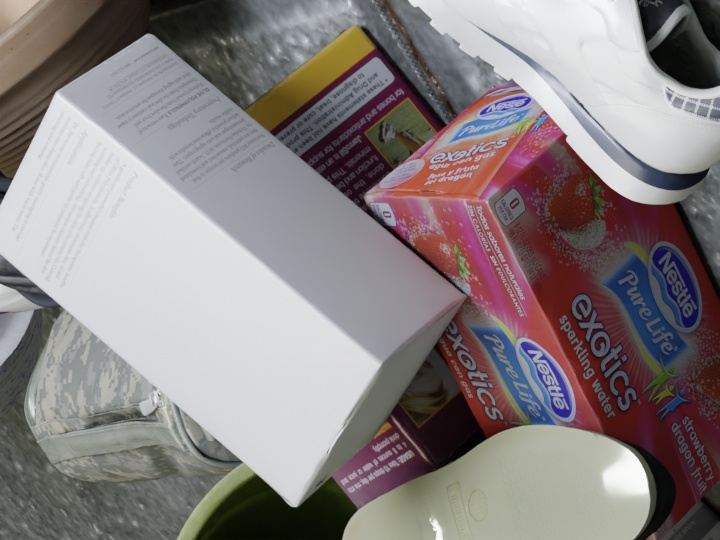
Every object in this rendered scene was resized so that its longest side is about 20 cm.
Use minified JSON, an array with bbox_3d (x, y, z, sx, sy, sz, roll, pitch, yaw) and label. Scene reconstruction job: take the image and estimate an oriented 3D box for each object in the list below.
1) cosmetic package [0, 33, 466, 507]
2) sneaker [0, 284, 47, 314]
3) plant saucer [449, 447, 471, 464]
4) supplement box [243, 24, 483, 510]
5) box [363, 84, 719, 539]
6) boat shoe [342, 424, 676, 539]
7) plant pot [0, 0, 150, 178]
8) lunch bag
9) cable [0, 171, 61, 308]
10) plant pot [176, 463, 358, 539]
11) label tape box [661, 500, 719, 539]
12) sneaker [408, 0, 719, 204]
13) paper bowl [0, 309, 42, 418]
[{"bbox_3d":[-0.065,-0.001,1.397,0.200,0.085,0.108,40,129,8],"label":"cosmetic package"},{"bbox_3d":[-0.214,-0.047,1.725,0.083,0.200,0.081,-16,125,11],"label":"sneaker"},{"bbox_3d":[0.042,0.172,1.646,0.200,0.029,0.200,28,126,45],"label":"plant saucer"},{"bbox_3d":[0.000,0.000,1.512,0.200,0.131,0.103,51,151,0],"label":"supplement box"},{"bbox_3d":[0.101,0.019,1.421,0.095,0.100,0.200,3,127,52],"label":"box"},{"bbox_3d":[0.077,0.117,1.411,0.201,0.063,0.074,-23,71,47],"label":"boat shoe"},{"bbox_3d":[-0.178,-0.112,1.566,0.201,0.201,0.093,0,135,55],"label":"plant pot"},{"bbox_3d":[-0.080,0.047,1.642,0.139,0.168,0.200,56,151,-13],"label":"lunch bag"},{"bbox_3d":[-0.201,-0.026,1.545,0.200,0.051,0.163,22,173,-30],"label":"cable"},{"bbox_3d":[-0.036,0.203,1.606,0.200,0.200,0.190,51,157,-2],"label":"plant pot"},{"bbox_3d":[0.165,0.213,1.520,0.200,0.144,0.063,45,149,7],"label":"label tape box"},{"bbox_3d":[0.091,-0.121,1.312,0.200,0.076,0.081,40,139,7],"label":"sneaker"},{"bbox_3d":[-0.301,0.015,1.881,0.201,0.201,0.104,38,150,20],"label":"paper bowl"}]
